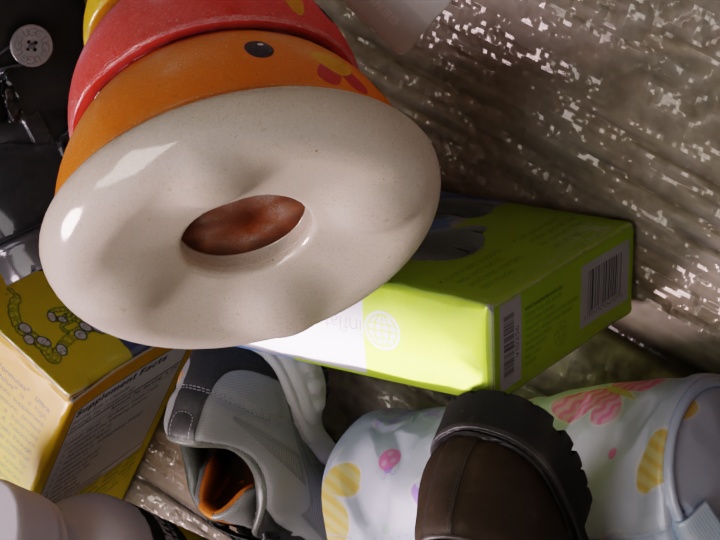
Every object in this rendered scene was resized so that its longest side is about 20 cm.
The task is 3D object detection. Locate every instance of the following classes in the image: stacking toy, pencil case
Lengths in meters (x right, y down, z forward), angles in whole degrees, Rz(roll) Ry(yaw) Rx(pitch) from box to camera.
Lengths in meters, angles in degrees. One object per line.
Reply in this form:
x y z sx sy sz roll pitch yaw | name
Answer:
-0.062 -0.084 0.762 0.146 0.146 0.200 -49 47 42 | stacking toy
0.077 0.094 0.865 0.200 0.091 0.083 -11 106 39 | pencil case

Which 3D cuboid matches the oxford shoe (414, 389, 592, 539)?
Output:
0.067 0.146 0.787 0.072 0.085 0.200 -7 129 35 | oxford shoe

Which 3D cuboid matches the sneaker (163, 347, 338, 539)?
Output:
-0.041 0.103 0.944 0.074 0.079 0.200 9 143 33 | sneaker

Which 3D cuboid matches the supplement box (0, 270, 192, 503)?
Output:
-0.177 0.073 1.036 0.109 0.109 0.200 40 130 14 | supplement box

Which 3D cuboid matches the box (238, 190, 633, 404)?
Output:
0.000 0.000 0.853 0.199 0.122 0.048 11 113 32 | box

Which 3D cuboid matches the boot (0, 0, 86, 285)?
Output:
-0.126 -0.117 0.870 0.200 0.165 0.066 65 154 -4 | boot

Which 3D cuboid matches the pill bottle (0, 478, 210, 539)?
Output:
-0.110 0.173 0.970 0.111 0.112 0.200 -19 142 42 | pill bottle

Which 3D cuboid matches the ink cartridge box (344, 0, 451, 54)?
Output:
0.028 -0.205 0.743 0.162 0.050 0.200 45 123 2 | ink cartridge box
